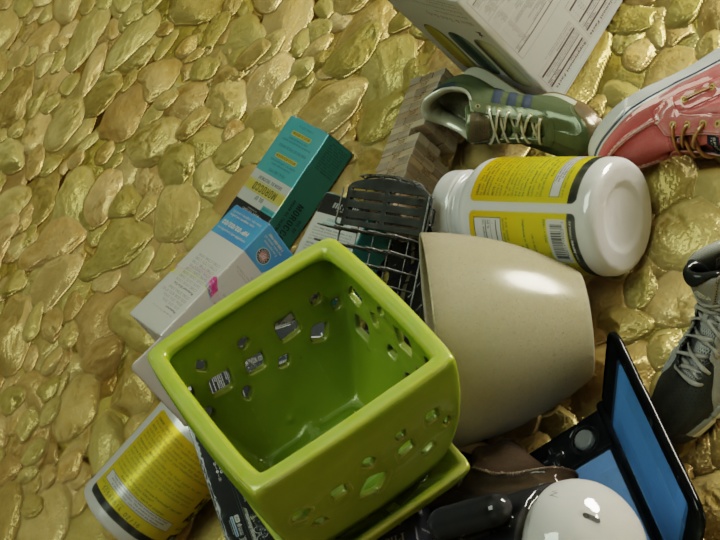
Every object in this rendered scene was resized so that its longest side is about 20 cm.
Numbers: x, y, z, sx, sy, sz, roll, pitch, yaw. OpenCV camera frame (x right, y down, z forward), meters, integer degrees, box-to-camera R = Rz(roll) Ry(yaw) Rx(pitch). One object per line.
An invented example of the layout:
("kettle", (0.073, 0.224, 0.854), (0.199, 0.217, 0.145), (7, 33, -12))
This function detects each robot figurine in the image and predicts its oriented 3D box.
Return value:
("robot figurine", (0.134, 0.238, 1.160), (0.200, 0.150, 0.125), (-26, 70, 43))

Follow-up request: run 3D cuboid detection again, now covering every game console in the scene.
("game console", (0.201, 0.187, 1.233), (0.176, 0.116, 0.200), (-35, 46, 18))

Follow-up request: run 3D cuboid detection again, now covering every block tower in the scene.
("block tower", (0.062, -0.127, 1.566), (0.054, 0.058, 0.200), (-14, 44, 46))

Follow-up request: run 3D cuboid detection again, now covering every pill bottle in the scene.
("pill bottle", (0.169, -0.054, 1.416), (0.200, 0.112, 0.113), (4, 67, 42))
("pill bottle", (-0.192, 0.197, 1.568), (0.200, 0.111, 0.111), (-48, 43, 7))

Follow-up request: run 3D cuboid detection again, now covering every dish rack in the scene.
("dish rack", (0.000, 0.000, 1.463), (0.153, 0.055, 0.200), (11, 87, 49))

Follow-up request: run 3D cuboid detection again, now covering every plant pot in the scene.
("plant pot", (-0.033, 0.126, 1.244), (0.200, 0.182, 0.199), (-33, 46, -13))

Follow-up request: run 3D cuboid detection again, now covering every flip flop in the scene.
("flip flop", (0.057, 0.027, 1.509), (0.081, 0.058, 0.200), (-25, 35, 35))

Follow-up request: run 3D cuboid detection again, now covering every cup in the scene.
("cup", (0.134, 0.057, 1.339), (0.143, 0.200, 0.201), (-6, 55, 1))

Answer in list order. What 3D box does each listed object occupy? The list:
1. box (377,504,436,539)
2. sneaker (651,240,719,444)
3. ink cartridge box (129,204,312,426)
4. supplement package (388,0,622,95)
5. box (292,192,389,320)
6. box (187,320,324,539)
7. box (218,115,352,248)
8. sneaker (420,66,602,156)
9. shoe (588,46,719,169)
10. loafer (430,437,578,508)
("box", (0.011, 0.337, 1.300), (0.200, 0.123, 0.199), (-30, 50, 24))
("sneaker", (0.289, 0.045, 1.247), (0.075, 0.115, 0.200), (32, 87, 47))
("ink cartridge box", (-0.152, 0.047, 1.500), (0.200, 0.115, 0.068), (-47, 43, -13))
("supplement package", (0.143, -0.299, 1.528), (0.152, 0.200, 0.151), (27, 84, 47))
("box", (-0.041, 0.019, 1.584), (0.082, 0.049, 0.200), (18, 77, 45))
("box", (-0.074, 0.156, 1.370), (0.160, 0.044, 0.200), (-19, 73, -9))
("box", (-0.100, -0.077, 1.708), (0.082, 0.049, 0.200), (31, 86, 47))
("sneaker", (0.146, -0.149, 1.495), (0.090, 0.067, 0.200), (-26, 38, -34))
("shoe", (0.311, -0.135, 1.374), (0.200, 0.071, 0.091), (-32, 41, 15))
("loafer", (0.121, 0.181, 1.292), (0.200, 0.073, 0.071), (-14, 64, 58))
